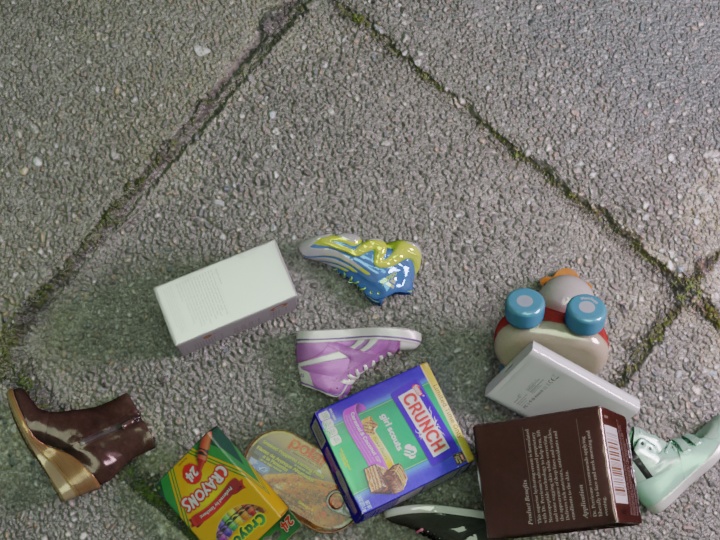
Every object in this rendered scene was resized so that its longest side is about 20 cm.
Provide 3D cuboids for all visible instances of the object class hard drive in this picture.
[{"bbox_3d":[0.309,0.196,1.720,0.198,0.132,0.026,28,41,-12],"label":"hard drive"}]

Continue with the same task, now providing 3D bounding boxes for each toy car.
[{"bbox_3d":[0.303,0.070,1.765,0.174,0.186,0.201,5,43,8],"label":"toy car"}]

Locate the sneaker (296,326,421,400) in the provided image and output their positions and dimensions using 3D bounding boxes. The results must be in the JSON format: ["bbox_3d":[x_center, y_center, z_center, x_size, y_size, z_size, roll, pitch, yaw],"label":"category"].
[{"bbox_3d":[0.000,0.147,1.754,0.197,0.073,0.116,-4,83,5],"label":"sneaker"}]

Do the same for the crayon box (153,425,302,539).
[{"bbox_3d":[-0.198,0.352,1.684,0.127,0.051,0.200,-44,85,12],"label":"crayon box"}]

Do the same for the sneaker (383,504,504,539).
[{"bbox_3d":[0.131,0.413,1.708,0.197,0.071,0.101,8,74,-7],"label":"sneaker"}]

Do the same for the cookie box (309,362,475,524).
[{"bbox_3d":[0.048,0.261,1.705,0.198,0.075,0.173,-22,73,-18],"label":"cookie box"}]

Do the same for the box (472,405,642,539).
[{"bbox_3d":[0.292,0.301,1.650,0.198,0.164,0.168,-12,74,24],"label":"box"}]

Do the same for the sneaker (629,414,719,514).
[{"bbox_3d":[0.492,0.271,1.761,0.200,0.074,0.118,-43,92,-8],"label":"sneaker"}]

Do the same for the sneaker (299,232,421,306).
[{"bbox_3d":[0.000,0.000,1.775,0.197,0.076,0.107,3,80,-5],"label":"sneaker"}]

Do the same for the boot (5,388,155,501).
[{"bbox_3d":[-0.429,0.233,1.713,0.165,0.072,0.201,-32,82,-22],"label":"boot"}]

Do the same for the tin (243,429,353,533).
[{"bbox_3d":[-0.088,0.324,1.726,0.198,0.042,0.113,30,82,2],"label":"tin"}]

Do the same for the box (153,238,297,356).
[{"bbox_3d":[-0.205,0.044,1.724,0.198,0.124,0.099,-22,81,-9],"label":"box"}]
